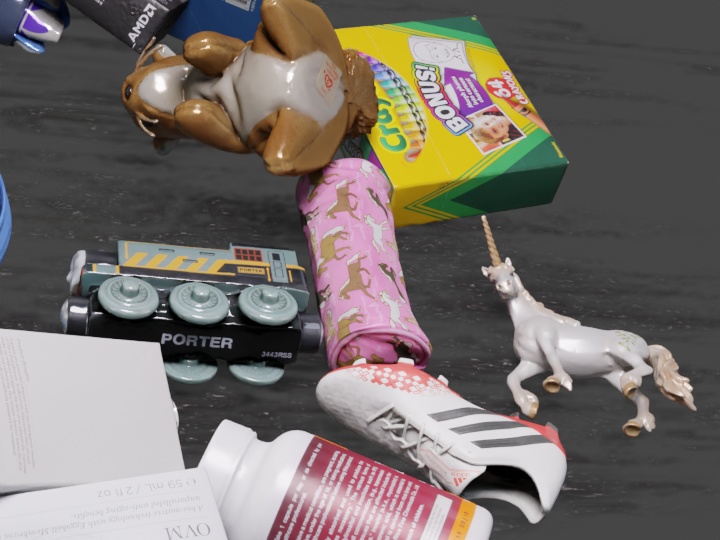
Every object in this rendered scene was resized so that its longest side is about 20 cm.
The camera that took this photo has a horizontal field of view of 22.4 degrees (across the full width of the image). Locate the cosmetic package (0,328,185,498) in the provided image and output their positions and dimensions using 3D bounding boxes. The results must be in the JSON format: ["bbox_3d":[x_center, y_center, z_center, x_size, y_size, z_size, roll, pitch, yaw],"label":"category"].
[{"bbox_3d":[-0.212,0.102,1.190,0.200,0.085,0.108,13,61,-57],"label":"cosmetic package"}]

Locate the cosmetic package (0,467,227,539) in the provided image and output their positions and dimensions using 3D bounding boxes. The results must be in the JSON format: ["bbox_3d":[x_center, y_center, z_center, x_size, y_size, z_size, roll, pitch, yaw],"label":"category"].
[{"bbox_3d":[-0.172,0.246,1.110,0.198,0.123,0.201,-6,57,-24],"label":"cosmetic package"}]

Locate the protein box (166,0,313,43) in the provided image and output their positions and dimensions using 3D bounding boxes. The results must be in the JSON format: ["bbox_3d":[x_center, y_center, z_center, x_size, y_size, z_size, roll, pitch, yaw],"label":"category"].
[{"bbox_3d":[-0.135,-0.321,1.626,0.199,0.199,0.135,24,43,5],"label":"protein box"}]

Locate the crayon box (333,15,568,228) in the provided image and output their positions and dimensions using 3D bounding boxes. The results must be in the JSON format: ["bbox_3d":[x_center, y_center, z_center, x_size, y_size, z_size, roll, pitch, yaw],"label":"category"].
[{"bbox_3d":[0.062,-0.136,1.613,0.172,0.058,0.200,-9,51,-25],"label":"crayon box"}]

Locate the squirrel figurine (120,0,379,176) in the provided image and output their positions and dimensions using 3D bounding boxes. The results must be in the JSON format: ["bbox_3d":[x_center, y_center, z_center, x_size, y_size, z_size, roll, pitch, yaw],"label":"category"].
[{"bbox_3d":[-0.094,-0.143,1.504,0.186,0.142,0.200,-5,3,33],"label":"squirrel figurine"}]

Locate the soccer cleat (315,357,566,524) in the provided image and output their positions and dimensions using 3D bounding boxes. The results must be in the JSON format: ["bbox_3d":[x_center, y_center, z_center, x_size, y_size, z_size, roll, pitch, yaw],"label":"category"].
[{"bbox_3d":[0.059,0.128,1.353,0.199,0.069,0.085,21,40,-4],"label":"soccer cleat"}]

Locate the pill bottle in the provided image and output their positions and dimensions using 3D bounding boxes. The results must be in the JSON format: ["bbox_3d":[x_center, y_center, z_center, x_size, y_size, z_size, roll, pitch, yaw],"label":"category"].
[{"bbox_3d":[-0.019,0.179,1.243,0.199,0.113,0.113,23,44,3],"label":"pill bottle"}]

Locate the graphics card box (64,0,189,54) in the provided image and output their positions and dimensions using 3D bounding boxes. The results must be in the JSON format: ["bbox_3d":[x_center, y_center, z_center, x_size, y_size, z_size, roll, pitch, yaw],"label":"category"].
[{"bbox_3d":[-0.245,-0.265,1.542,0.200,0.051,0.126,36,12,-5],"label":"graphics card box"}]

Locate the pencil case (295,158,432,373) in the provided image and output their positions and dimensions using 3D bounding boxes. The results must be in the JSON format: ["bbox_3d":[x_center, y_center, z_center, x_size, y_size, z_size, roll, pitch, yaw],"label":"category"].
[{"bbox_3d":[0.000,0.000,1.444,0.082,0.087,0.201,-8,50,-7],"label":"pencil case"}]

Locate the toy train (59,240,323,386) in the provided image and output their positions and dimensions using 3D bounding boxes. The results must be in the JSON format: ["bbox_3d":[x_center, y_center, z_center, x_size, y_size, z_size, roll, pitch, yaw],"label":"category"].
[{"bbox_3d":[-0.129,0.027,1.383,0.199,0.086,0.114,4,34,-12],"label":"toy train"}]

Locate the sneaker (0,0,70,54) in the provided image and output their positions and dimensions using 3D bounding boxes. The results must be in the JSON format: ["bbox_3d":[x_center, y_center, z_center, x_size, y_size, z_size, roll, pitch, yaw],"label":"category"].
[{"bbox_3d":[-0.320,-0.237,1.524,0.146,0.081,0.200,26,10,11],"label":"sneaker"}]

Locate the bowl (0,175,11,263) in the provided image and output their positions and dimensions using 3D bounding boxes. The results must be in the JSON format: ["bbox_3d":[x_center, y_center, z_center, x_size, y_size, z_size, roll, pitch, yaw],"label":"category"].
[{"bbox_3d":[-0.369,-0.050,1.402,0.200,0.039,0.201,10,45,-10],"label":"bowl"}]

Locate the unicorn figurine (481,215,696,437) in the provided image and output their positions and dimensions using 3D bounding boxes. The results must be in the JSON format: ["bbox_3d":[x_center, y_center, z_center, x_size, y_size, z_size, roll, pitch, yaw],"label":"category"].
[{"bbox_3d":[0.166,0.062,1.458,0.199,0.074,0.138,25,33,-14],"label":"unicorn figurine"}]
